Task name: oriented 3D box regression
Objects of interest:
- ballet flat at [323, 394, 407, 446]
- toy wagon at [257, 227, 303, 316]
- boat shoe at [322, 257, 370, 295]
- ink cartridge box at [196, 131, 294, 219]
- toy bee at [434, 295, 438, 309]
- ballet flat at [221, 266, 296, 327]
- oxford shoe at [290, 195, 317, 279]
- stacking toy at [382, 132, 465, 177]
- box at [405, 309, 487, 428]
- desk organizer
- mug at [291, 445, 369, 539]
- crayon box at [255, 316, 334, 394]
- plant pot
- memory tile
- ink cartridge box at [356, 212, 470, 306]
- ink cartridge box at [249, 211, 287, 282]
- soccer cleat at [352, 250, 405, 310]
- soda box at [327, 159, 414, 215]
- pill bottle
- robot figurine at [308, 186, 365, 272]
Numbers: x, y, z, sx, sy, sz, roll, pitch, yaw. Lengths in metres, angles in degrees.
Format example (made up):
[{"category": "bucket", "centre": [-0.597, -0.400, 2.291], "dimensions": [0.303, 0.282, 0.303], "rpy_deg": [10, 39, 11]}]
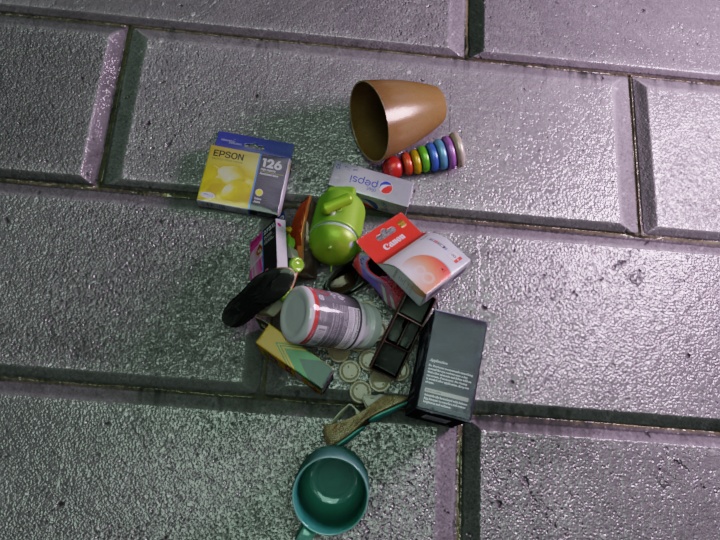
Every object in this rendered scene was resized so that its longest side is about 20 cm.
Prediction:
[{"category": "ballet flat", "centre": [0.005, 0.302, 1.316], "dimensions": [0.198, 0.071, 0.066], "rpy_deg": [-30, 69, -6]}, {"category": "toy wagon", "centre": [-0.181, 0.002, 1.364], "dimensions": [0.039, 0.154, 0.203], "rpy_deg": [31, 69, -35]}, {"category": "boat shoe", "centre": [0.000, 0.000, 1.412], "dimensions": [0.199, 0.068, 0.072], "rpy_deg": [-36, 76, -14]}, {"category": "ink cartridge box", "centre": [-0.269, -0.234, 1.476], "dimensions": [0.194, 0.047, 0.204], "rpy_deg": [9, 76, 0]}, {"category": "toy bee", "centre": [0.175, -0.006, 1.405], "dimensions": [0.108, 0.131, 0.202], "rpy_deg": [-29, 95, 32]}, {"category": "ballet flat", "centre": [-0.209, 0.050, 1.284], "dimensions": [0.199, 0.057, 0.067], "rpy_deg": [-34, 88, 22]}, {"category": "oxford shoe", "centre": [-0.121, -0.074, 1.436], "dimensions": [0.072, 0.071, 0.204], "rpy_deg": [17, 69, -27]}, {"category": "stacking toy", "centre": [0.148, -0.264, 1.497], "dimensions": [0.196, 0.086, 0.087], "rpy_deg": [-18, 75, -3]}, {"category": "box", "centre": [0.174, 0.209, 1.293], "dimensions": [0.115, 0.197, 0.204], "rpy_deg": [13, 73, 2]}, {"category": "desk organizer", "centre": [0.091, 0.132, 1.327], "dimensions": [0.071, 0.077, 0.203], "rpy_deg": [26, 90, 4]}, {"category": "mug", "centre": [-0.070, 0.438, 1.246], "dimensions": [0.183, 0.114, 0.154], "rpy_deg": [-27, 90, 2]}, {"category": "crayon box", "centre": [-0.149, 0.182, 1.318], "dimensions": [0.198, 0.127, 0.051], "rpy_deg": [34, 74, 8]}, {"category": "plant pot", "centre": [0.101, -0.375, 1.483], "dimensions": [0.197, 0.187, 0.189], "rpy_deg": [-19, 75, -22]}, {"category": "memory tile", "centre": [0.007, 0.179, 1.386], "dimensions": [0.151, 0.017, 0.202], "rpy_deg": [-28, 77, -11]}, {"category": "ink cartridge box", "centre": [0.113, -0.041, 1.318], "dimensions": [0.161, 0.050, 0.200], "rpy_deg": [-32, 71, -36]}, {"category": "ink cartridge box", "centre": [-0.201, -0.042, 1.360], "dimensions": [0.037, 0.094, 0.202], "rpy_deg": [31, 34, -33]}, {"category": "soccer cleat", "centre": [0.066, 0.029, 1.374], "dimensions": [0.200, 0.076, 0.067], "rpy_deg": [43, 72, -19]}, {"category": "soda box", "centre": [0.023, -0.192, 1.471], "dimensions": [0.196, 0.064, 0.069], "rpy_deg": [15, 71, 1]}, {"category": "pill bottle", "centre": [-0.058, 0.104, 1.295], "dimensions": [0.198, 0.115, 0.118], "rpy_deg": [14, 68, -39]}, {"category": "robot figurine", "centre": [-0.052, -0.097, 1.382], "dimensions": [0.113, 0.177, 0.202], "rpy_deg": [3, 50, 9]}]
